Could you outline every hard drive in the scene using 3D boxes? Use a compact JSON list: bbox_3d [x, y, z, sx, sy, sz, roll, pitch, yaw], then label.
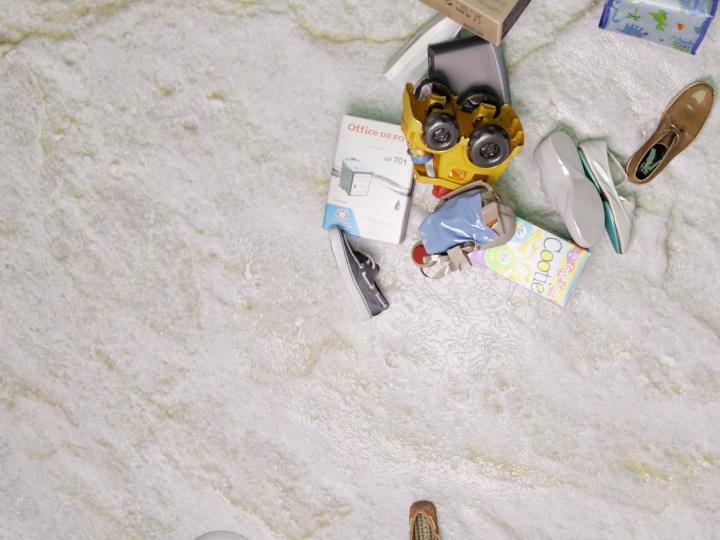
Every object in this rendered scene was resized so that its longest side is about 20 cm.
[{"bbox_3d":[0.188,-0.290,1.584,0.132,0.043,0.204,-9,113,10],"label":"hard drive"}]

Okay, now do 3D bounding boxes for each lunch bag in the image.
[{"bbox_3d":[0.489,-0.470,1.497,0.167,0.128,0.203,17,71,7],"label":"lunch bag"}]

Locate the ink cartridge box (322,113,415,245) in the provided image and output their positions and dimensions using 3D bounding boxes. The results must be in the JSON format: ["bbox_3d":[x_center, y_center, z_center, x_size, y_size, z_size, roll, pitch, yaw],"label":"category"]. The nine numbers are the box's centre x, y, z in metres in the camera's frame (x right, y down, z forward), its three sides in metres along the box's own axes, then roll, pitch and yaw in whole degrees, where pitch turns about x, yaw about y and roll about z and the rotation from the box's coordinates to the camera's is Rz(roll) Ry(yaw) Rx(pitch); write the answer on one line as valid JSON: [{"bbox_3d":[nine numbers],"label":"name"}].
[{"bbox_3d":[0.023,-0.161,1.635,0.143,0.086,0.204,12,100,8],"label":"ink cartridge box"}]

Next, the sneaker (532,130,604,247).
[{"bbox_3d":[0.345,-0.127,1.578,0.074,0.088,0.204,-8,75,-30],"label":"sneaker"}]

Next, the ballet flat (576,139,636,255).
[{"bbox_3d":[0.428,-0.129,1.580,0.068,0.069,0.203,-22,89,12],"label":"ballet flat"}]

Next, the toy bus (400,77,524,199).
[{"bbox_3d":[0.143,-0.195,1.533,0.196,0.137,0.194,11,131,-15],"label":"toy bus"}]

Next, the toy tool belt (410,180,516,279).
[{"bbox_3d":[0.148,-0.061,1.499,0.198,0.122,0.127,-30,82,24],"label":"toy tool belt"}]

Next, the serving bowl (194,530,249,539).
[{"bbox_3d":[-0.267,0.610,1.789,0.195,0.066,0.205,1,98,10],"label":"serving bowl"}]

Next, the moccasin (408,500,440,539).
[{"bbox_3d":[0.123,0.528,1.703,0.072,0.078,0.206,0,97,10],"label":"moccasin"}]

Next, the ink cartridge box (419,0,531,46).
[{"bbox_3d":[0.189,-0.491,1.528,0.198,0.075,0.166,35,78,16],"label":"ink cartridge box"}]

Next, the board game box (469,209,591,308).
[{"bbox_3d":[0.279,-0.035,1.594,0.197,0.105,0.105,27,101,5],"label":"board game box"}]

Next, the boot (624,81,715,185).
[{"bbox_3d":[0.519,-0.225,1.545,0.073,0.075,0.201,38,100,5],"label":"boot"}]

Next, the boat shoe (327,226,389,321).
[{"bbox_3d":[0.000,0.000,1.637,0.067,0.072,0.202,-22,122,2],"label":"boat shoe"}]

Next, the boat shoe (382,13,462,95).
[{"bbox_3d":[0.128,-0.382,1.601,0.200,0.072,0.068,-44,110,5],"label":"boat shoe"}]
